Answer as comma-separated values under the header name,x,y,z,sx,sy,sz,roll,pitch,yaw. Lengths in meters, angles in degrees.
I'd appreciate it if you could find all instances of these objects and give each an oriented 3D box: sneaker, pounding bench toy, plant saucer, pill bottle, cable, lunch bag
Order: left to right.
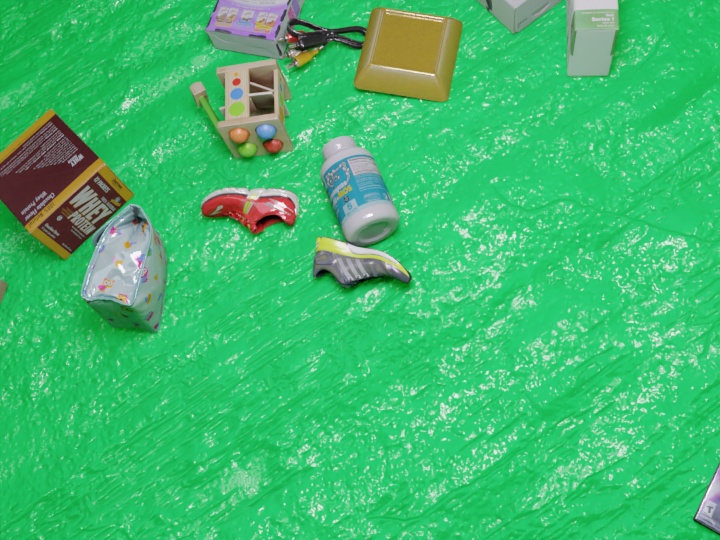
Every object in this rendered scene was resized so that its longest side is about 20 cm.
name,x,y,z,sx,sy,sz,roll,pitch,yaw
lunch bag,-0.428,-0.006,1.467,0.121,0.171,0.201,6,69,4
pounding bench toy,-0.247,-0.311,1.580,0.198,0.124,0.157,-7,68,8
sneaker,-0.219,-0.113,1.526,0.198,0.077,0.086,-2,73,10
cable,-0.079,-0.489,1.649,0.199,0.050,0.098,-17,81,-18
pill bottle,-0.009,-0.155,1.483,0.110,0.111,0.201,-23,66,1
sneaker,0.000,0.000,1.450,0.199,0.074,0.081,15,81,21
plant saucer,0.099,-0.457,1.604,0.199,0.049,0.201,10,70,6

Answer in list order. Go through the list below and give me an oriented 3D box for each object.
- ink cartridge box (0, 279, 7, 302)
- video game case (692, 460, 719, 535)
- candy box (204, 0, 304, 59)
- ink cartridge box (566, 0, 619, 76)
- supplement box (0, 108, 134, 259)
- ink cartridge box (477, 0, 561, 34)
name,x,y,z,sx,sy,sz,roll,pitch,yaw
ink cartridge box,-0.817,0.011,1.514,0.164,0.200,0.076,10,71,13
video game case,0.630,0.338,1.223,0.142,0.019,0.201,28,77,19
candy box,-0.222,-0.575,1.709,0.167,0.072,0.201,13,72,15
ink cartridge box,0.447,-0.502,1.518,0.083,0.145,0.201,1,68,10
supplement box,-0.614,-0.174,1.587,0.200,0.133,0.197,41,80,22
ink cartridge box,0.309,-0.613,1.620,0.145,0.084,0.200,-37,67,-6
